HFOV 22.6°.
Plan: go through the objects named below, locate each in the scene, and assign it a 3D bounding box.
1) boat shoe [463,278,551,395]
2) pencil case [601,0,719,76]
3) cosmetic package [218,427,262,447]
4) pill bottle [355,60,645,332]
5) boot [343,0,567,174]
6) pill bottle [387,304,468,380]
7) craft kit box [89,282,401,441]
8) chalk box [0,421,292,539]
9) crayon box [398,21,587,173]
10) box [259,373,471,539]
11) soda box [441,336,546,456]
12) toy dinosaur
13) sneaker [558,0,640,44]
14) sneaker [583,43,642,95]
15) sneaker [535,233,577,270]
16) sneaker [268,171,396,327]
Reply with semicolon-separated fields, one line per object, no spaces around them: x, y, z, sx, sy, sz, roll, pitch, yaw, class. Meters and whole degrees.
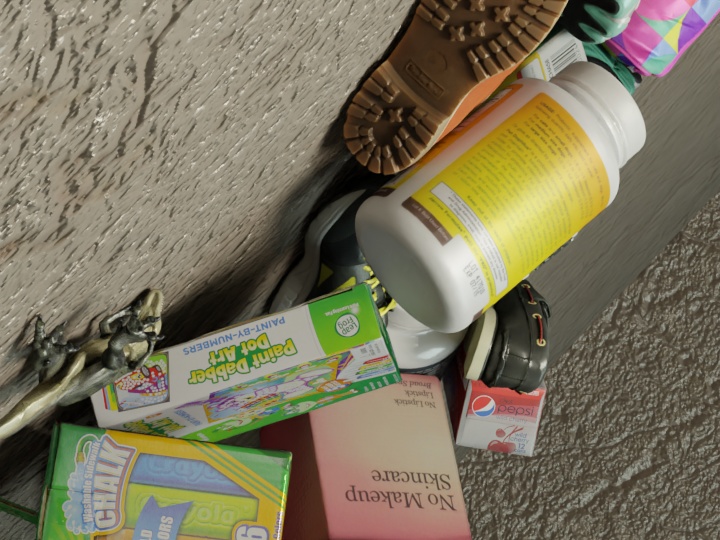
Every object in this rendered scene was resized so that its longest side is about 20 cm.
0.120;0.045;1.466;0.202;0.063;0.074;-81;-173;-71;boat shoe
0.280;-0.249;1.488;0.200;0.088;0.088;-46;168;10;pencil case
-0.075;0.212;1.516;0.090;0.200;0.107;-38;165;-32;cosmetic package
0.100;-0.056;1.229;0.200;0.109;0.109;-39;167;-19;pill bottle
0.076;-0.153;1.170;0.200;0.075;0.107;-44;174;34;boot
0.029;0.040;1.499;0.119;0.120;0.200;-40;167;-26;pill bottle
-0.074;0.074;1.255;0.196;0.049;0.200;-15;167;2;craft kit box
-0.154;0.172;1.175;0.124;0.198;0.125;127;-30;-76;chalk box
0.096;-0.084;1.331;0.200;0.051;0.128;-39;125;-29;crayon box
0.005;0.190;1.423;0.127;0.201;0.109;5;143;-23;box
0.111;0.086;1.549;0.200;0.069;0.064;-97;-164;-69;soda box
-0.170;0.055;1.066;0.200;0.048;0.088;-30;167;-42;toy dinosaur
0.207;-0.250;1.258;0.140;0.078;0.200;-39;167;-25;sneaker
0.184;-0.150;1.532;0.087;0.075;0.200;-43;169;16;sneaker
0.106;-0.041;1.446;0.075;0.081;0.200;-37;-164;-15;sneaker
0.000;0.000;1.357;0.074;0.085;0.200;-37;165;-36;sneaker
